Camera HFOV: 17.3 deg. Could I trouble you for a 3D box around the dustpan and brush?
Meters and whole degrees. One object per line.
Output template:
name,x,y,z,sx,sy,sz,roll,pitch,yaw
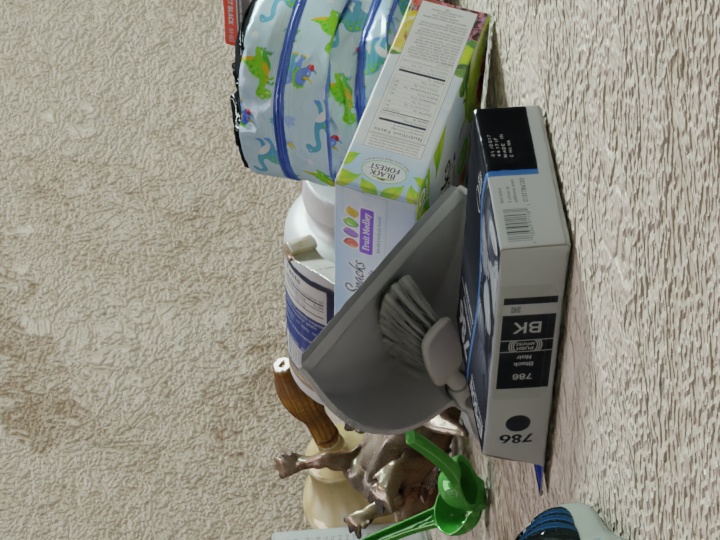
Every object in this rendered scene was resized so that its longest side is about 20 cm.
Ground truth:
dustpan and brush,0.046,0.052,1.343,0.057,0.140,0.200,37,169,22

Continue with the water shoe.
water shoe,0.074,0.141,1.062,0.200,0.079,0.072,117,149,-82

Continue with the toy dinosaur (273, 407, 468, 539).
toy dinosaur,0.034,0.116,1.640,0.086,0.135,0.200,56,143,11

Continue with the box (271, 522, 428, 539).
box,0.001,0.342,1.902,0.200,0.131,0.199,-101,8,-56

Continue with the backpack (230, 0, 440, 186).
backpack,-0.013,-0.140,1.517,0.200,0.154,0.163,-43,-33,-45

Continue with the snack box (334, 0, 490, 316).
snack box,0.028,-0.041,1.384,0.200,0.053,0.142,91,-161,-56

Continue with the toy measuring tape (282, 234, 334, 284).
toy measuring tape,0.011,-0.005,1.567,0.200,0.074,0.074,33,133,48

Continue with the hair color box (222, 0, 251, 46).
hair color box,-0.031,-0.251,1.683,0.200,0.064,0.111,-59,-24,-46

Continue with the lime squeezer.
lime squeezer,0.048,0.140,1.513,0.200,0.071,0.038,109,176,-63

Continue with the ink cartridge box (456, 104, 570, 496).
ink cartridge box,0.076,0.020,1.212,0.200,0.039,0.100,89,174,-47

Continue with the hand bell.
hand bell,-0.031,0.130,1.904,0.200,0.104,0.104,60,-162,-50

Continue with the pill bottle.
pill bottle,0.000,0.000,1.726,0.111,0.111,0.200,-98,6,-45
